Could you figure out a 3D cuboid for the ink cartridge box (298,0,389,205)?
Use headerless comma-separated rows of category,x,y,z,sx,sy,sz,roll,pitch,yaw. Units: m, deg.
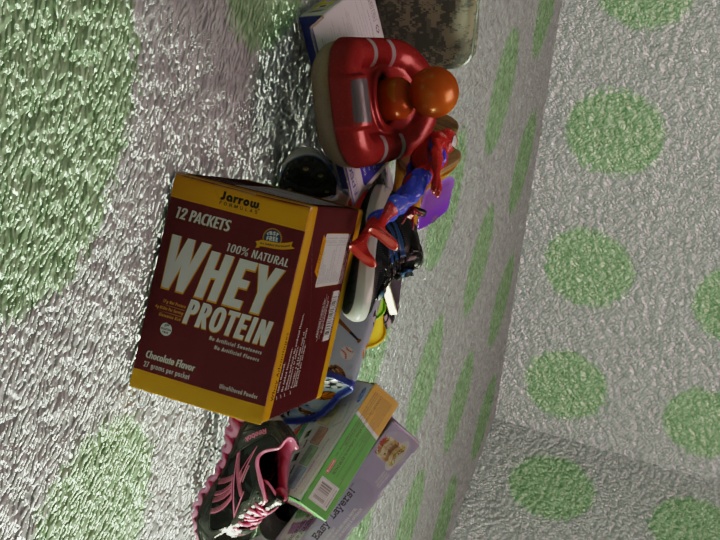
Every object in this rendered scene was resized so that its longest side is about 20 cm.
ink cartridge box,-0.014,-0.199,1.451,0.200,0.046,0.200,-50,131,-56

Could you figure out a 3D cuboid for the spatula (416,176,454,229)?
spatula,0.064,-0.044,1.535,0.056,0.021,0.200,-34,166,-32

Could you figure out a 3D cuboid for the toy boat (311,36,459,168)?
toy boat,0.040,-0.178,1.356,0.200,0.129,0.133,-22,107,-66

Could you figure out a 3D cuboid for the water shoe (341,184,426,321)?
water shoe,0.031,-0.018,1.382,0.201,0.078,0.072,-78,-169,-49

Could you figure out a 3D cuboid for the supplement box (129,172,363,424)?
supplement box,-0.102,0.022,1.248,0.200,0.131,0.200,-6,109,-76

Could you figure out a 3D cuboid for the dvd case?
dvd case,0.028,-0.068,1.645,0.150,0.016,0.201,-82,161,-45

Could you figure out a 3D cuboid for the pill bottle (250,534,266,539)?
pill bottle,-0.105,0.391,1.664,0.200,0.113,0.116,41,64,-75

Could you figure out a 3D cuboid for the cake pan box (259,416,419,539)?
cake pan box,-0.037,0.235,1.517,0.201,0.052,0.184,-51,-160,-1

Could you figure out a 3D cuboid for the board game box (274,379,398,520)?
board game box,-0.054,0.192,1.499,0.154,0.040,0.199,-56,-158,-14

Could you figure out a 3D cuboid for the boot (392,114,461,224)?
boot,0.064,-0.093,1.543,0.201,0.070,0.145,-59,172,-65

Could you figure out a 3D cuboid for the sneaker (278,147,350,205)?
sneaker,-0.049,-0.102,1.505,0.200,0.071,0.074,56,29,-70

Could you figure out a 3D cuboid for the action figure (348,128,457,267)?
action figure,0.055,-0.083,1.342,0.065,0.051,0.201,-46,-170,50

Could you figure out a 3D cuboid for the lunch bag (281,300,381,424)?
lunch bag,-0.063,0.072,1.479,0.200,0.123,0.172,128,-15,-62

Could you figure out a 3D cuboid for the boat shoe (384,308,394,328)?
boat shoe,0.012,0.059,1.773,0.075,0.065,0.200,-72,-171,-47

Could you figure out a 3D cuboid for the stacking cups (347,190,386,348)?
stacking cups,0.000,0.000,1.557,0.061,0.060,0.202,-61,157,-46

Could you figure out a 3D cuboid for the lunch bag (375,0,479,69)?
lunch bag,0.075,-0.361,1.584,0.201,0.137,0.170,87,4,-59

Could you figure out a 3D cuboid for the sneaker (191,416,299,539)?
sneaker,-0.119,0.242,1.428,0.078,0.095,0.202,2,113,-43
